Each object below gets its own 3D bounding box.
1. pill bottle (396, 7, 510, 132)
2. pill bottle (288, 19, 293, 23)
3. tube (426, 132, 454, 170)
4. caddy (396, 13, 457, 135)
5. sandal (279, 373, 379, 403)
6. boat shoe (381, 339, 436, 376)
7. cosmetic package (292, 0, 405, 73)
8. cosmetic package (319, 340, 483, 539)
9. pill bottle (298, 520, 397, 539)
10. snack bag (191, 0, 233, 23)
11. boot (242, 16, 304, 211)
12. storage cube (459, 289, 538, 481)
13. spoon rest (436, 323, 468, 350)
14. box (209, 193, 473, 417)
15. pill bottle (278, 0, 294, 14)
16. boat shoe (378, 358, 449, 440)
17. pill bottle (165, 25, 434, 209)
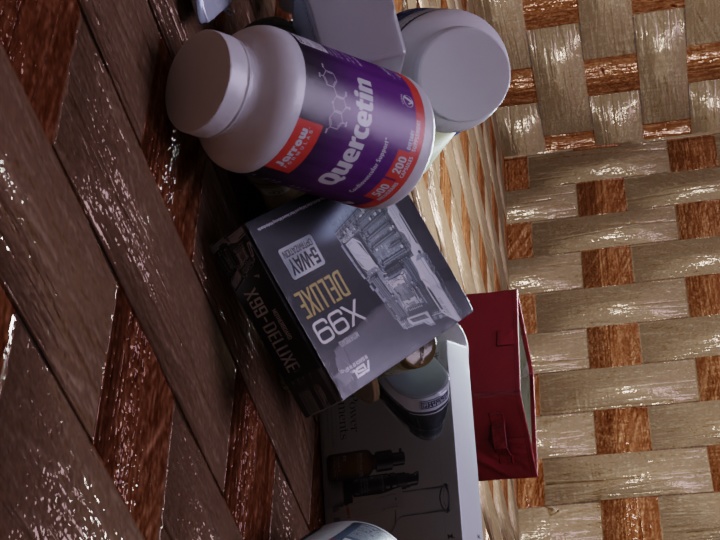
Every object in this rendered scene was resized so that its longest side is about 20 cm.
[{"bbox_3d":[0.073,-0.183,1.406,0.200,0.111,0.111,-132,-148,-76],"label":"pill bottle"},{"bbox_3d":[-0.014,-0.157,1.554,0.112,0.112,0.200,-59,142,-73],"label":"pill bottle"},{"bbox_3d":[0.034,-0.109,1.482,0.200,0.058,0.052,-19,103,-56],"label":"tube"},{"bbox_3d":[0.035,-0.201,1.650,0.105,0.200,0.141,171,-90,-84],"label":"caddy"},{"bbox_3d":[-0.041,0.091,1.401,0.212,0.070,0.078,-162,-130,-77],"label":"sandal"},{"bbox_3d":[0.000,0.000,1.365,0.074,0.066,0.200,-6,74,-45],"label":"boat shoe"},{"bbox_3d":[-0.014,-0.190,1.334,0.200,0.071,0.101,106,-30,-75],"label":"cosmetic package"},{"bbox_3d":[0.037,0.179,1.502,0.052,0.151,0.200,22,60,-59],"label":"cosmetic package"},{"bbox_3d":[-0.014,0.269,1.265,0.200,0.120,0.120,7,77,-79],"label":"pill bottle"},{"bbox_3d":[-0.130,-0.301,1.254,0.200,0.021,0.189,-72,153,-67],"label":"snack bag"},{"bbox_3d":[-0.069,-0.101,1.377,0.200,0.066,0.175,71,19,-62],"label":"boot"},{"bbox_3d":[0.121,0.149,1.924,0.200,0.180,0.171,-85,165,-44],"label":"storage cube"},{"bbox_3d":[0.053,0.139,1.567,0.061,0.099,0.200,21,86,-51],"label":"spoon rest"},{"bbox_3d":[-0.011,0.008,1.262,0.200,0.050,0.158,-29,90,-49],"label":"box"},{"bbox_3d":[-0.057,-0.347,1.430,0.112,0.112,0.200,-79,160,-59],"label":"pill bottle"},{"bbox_3d":[0.027,0.082,1.443,0.199,0.074,0.068,46,-31,44],"label":"boat shoe"},{"bbox_3d":[-0.045,-0.118,1.171,0.200,0.112,0.112,13,66,-42],"label":"pill bottle"}]
